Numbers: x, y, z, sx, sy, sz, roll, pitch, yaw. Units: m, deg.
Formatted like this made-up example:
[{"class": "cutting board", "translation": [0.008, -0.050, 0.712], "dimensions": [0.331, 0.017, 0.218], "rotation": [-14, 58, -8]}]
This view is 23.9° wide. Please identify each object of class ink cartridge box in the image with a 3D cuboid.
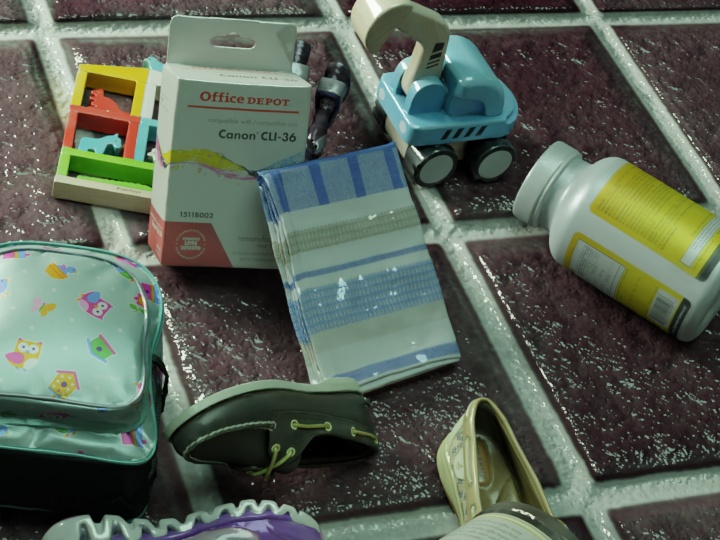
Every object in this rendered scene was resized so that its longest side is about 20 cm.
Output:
[{"class": "ink cartridge box", "translation": [-0.108, -0.106, 1.418], "dimensions": [0.116, 0.200, 0.067], "rotation": [1, 17, -18]}]

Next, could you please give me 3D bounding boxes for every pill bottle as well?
[{"class": "pill bottle", "translation": [0.242, -0.032, 1.530], "dimensions": [0.200, 0.112, 0.112], "rotation": [34, 45, 16]}]

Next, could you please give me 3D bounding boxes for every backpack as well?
[{"class": "backpack", "translation": [-0.226, 0.066, 1.240], "dimensions": [0.175, 0.153, 0.200], "rotation": [6, 41, -8]}]

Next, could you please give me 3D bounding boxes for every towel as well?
[{"class": "towel", "translation": [0.000, 0.000, 1.403], "dimensions": [0.147, 0.024, 0.200], "rotation": [-14, 86, -32]}]

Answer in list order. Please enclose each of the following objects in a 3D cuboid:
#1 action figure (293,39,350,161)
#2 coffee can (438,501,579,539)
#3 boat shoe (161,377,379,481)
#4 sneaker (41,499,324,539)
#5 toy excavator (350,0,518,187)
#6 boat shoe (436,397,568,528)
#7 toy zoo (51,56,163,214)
[{"class": "action figure", "translation": [-0.056, -0.112, 1.547], "dimensions": [0.130, 0.069, 0.200], "rotation": [20, 53, -8]}, {"class": "coffee can", "translation": [0.055, 0.261, 1.134], "dimensions": [0.200, 0.146, 0.146], "rotation": [-24, 57, -36]}, {"class": "boat shoe", "translation": [-0.059, 0.122, 1.265], "dimensions": [0.201, 0.072, 0.061], "rotation": [-3, 58, -49]}, {"class": "sneaker", "translation": [-0.120, 0.216, 1.180], "dimensions": [0.200, 0.081, 0.089], "rotation": [-4, 53, -16]}, {"class": "toy excavator", "translation": [0.067, -0.181, 1.560], "dimensions": [0.194, 0.200, 0.100], "rotation": [-8, 48, -26]}, {"class": "boat shoe", "translation": [0.111, 0.189, 1.290], "dimensions": [0.073, 0.063, 0.200], "rotation": [-5, 48, -25]}, {"class": "toy zoo", "translation": [-0.201, -0.127, 1.545], "dimensions": [0.131, 0.020, 0.200], "rotation": [10, 43, -9]}]
